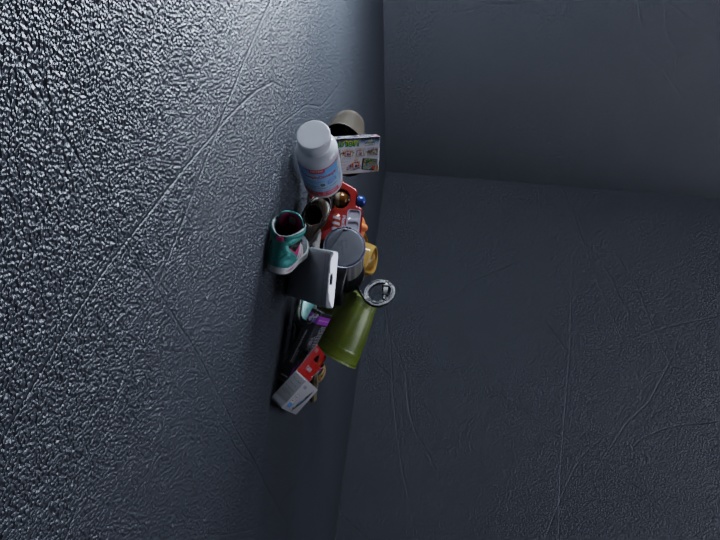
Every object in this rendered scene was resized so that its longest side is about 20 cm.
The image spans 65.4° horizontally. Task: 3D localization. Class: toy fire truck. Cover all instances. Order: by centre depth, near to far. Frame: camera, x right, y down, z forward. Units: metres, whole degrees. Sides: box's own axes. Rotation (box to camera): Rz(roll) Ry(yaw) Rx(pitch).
[{"bbox_3d":[-0.069,-0.169,1.645,0.112,0.164,0.204,78,19,-70],"label":"toy fire truck"}]

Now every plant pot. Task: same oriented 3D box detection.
[{"bbox_3d":[-0.048,0.155,1.676,0.195,0.198,0.200,-58,173,-1],"label":"plant pot"}]

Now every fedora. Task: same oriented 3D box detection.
[{"bbox_3d":[0.009,-0.036,1.908,0.200,0.080,0.205,11,90,-68],"label":"fedora"}]

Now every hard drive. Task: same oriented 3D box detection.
[{"bbox_3d":[-0.122,0.011,1.391,0.198,0.026,0.135,11,-83,56],"label":"hard drive"}]

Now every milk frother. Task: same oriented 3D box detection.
[{"bbox_3d":[0.000,0.000,1.540,0.189,0.195,0.184,91,-6,-69],"label":"milk frother"}]

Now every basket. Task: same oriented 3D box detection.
[{"bbox_3d":[-0.047,-0.432,1.818,0.202,0.134,0.182,-85,151,-54],"label":"basket"}]

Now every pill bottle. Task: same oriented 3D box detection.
[{"bbox_3d":[-0.106,-0.281,1.421,0.201,0.106,0.111,80,17,-66],"label":"pill bottle"}]

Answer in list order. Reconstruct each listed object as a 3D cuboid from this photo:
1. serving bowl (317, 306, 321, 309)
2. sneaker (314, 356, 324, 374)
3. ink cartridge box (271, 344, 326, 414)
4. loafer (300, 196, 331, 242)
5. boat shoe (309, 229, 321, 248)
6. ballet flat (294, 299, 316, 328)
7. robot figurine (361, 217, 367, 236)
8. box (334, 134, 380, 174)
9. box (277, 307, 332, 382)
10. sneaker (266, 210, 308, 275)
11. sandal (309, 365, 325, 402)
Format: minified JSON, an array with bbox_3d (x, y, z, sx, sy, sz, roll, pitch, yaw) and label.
[{"bbox_3d":[-0.086,0.122,1.819,0.201,0.065,0.201,-51,161,-25],"label":"serving bowl"},{"bbox_3d":[-0.149,0.291,1.669,0.201,0.085,0.075,84,13,-62],"label":"sneaker"},{"bbox_3d":[-0.146,0.297,1.504,0.177,0.045,0.200,-48,165,-11],"label":"ink cartridge box"},{"bbox_3d":[-0.118,-0.148,1.492,0.072,0.072,0.202,-49,-167,40],"label":"loafer"},{"bbox_3d":[-0.152,-0.048,1.517,0.093,0.073,0.204,-41,-133,45],"label":"boat shoe"},{"bbox_3d":[-0.154,0.080,1.617,0.075,0.072,0.203,88,12,-50],"label":"ballet flat"},{"bbox_3d":[-0.060,-0.143,1.765,0.115,0.199,0.146,-28,121,-27],"label":"robot figurine"},{"bbox_3d":[-0.037,-0.350,1.696,0.035,0.196,0.112,-135,-138,-56],"label":"box"},{"bbox_3d":[-0.148,0.201,1.514,0.203,0.036,0.143,-64,170,-4],"label":"box"},{"bbox_3d":[-0.161,-0.082,1.298,0.201,0.082,0.123,-67,171,-66],"label":"sneaker"},{"bbox_3d":[-0.140,0.329,1.803,0.080,0.053,0.205,-142,-127,-58],"label":"sandal"}]
